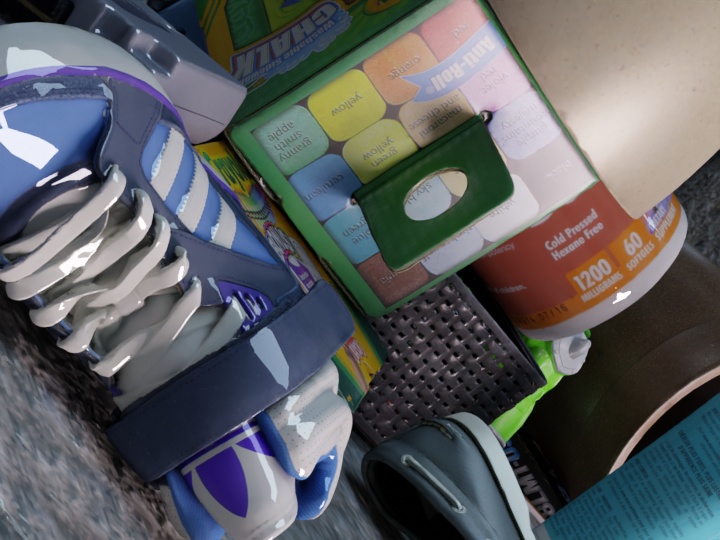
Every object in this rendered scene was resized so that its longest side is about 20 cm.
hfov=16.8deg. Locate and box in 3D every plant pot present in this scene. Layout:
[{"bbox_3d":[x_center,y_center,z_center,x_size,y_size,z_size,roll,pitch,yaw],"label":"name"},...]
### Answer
[{"bbox_3d":[0.184,0.077,1.491,0.200,0.200,0.198,49,2,-41],"label":"plant pot"}]

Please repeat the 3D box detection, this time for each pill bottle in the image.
[{"bbox_3d":[0.077,-0.070,1.285,0.200,0.112,0.112,52,7,-18],"label":"pill bottle"}]

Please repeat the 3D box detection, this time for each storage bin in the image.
[{"bbox_3d":[0.000,0.000,1.274,0.200,0.094,0.136,47,10,-46],"label":"storage bin"}]

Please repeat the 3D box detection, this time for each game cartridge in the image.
[{"bbox_3d":[-0.136,-0.118,0.902,0.200,0.041,0.133,39,9,11],"label":"game cartridge"}]

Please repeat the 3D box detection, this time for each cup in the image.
[{"bbox_3d":[0.130,-0.144,1.062,0.201,0.143,0.200,57,10,-15],"label":"cup"}]

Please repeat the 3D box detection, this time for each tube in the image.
[{"bbox_3d":[0.144,0.123,1.221,0.078,0.199,0.050,60,9,29],"label":"tube"}]

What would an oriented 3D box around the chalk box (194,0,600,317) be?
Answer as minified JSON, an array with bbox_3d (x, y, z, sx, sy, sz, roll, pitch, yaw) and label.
[{"bbox_3d":[0.015,-0.077,1.062,0.124,0.124,0.200,53,11,-32],"label":"chalk box"}]

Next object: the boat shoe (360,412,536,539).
[{"bbox_3d":[0.060,0.160,1.131,0.061,0.073,0.201,-8,61,-33],"label":"boat shoe"}]

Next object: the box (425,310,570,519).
[{"bbox_3d":[0.100,0.115,1.611,0.199,0.050,0.200,60,10,21],"label":"box"}]

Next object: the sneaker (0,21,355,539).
[{"bbox_3d":[-0.063,0.016,0.773,0.147,0.080,0.200,60,10,25],"label":"sneaker"}]

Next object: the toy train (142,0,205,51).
[{"bbox_3d":[-0.104,-0.126,1.222,0.115,0.086,0.200,63,2,-11],"label":"toy train"}]

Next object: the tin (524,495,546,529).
[{"bbox_3d":[0.120,0.196,1.410,0.200,0.042,0.112,49,4,-41],"label":"tin"}]

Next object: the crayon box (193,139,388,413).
[{"bbox_3d":[-0.050,0.012,0.987,0.119,0.058,0.200,55,6,-1],"label":"crayon box"}]

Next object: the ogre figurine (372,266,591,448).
[{"bbox_3d":[0.064,0.040,1.418,0.098,0.120,0.200,53,6,-12],"label":"ogre figurine"}]
